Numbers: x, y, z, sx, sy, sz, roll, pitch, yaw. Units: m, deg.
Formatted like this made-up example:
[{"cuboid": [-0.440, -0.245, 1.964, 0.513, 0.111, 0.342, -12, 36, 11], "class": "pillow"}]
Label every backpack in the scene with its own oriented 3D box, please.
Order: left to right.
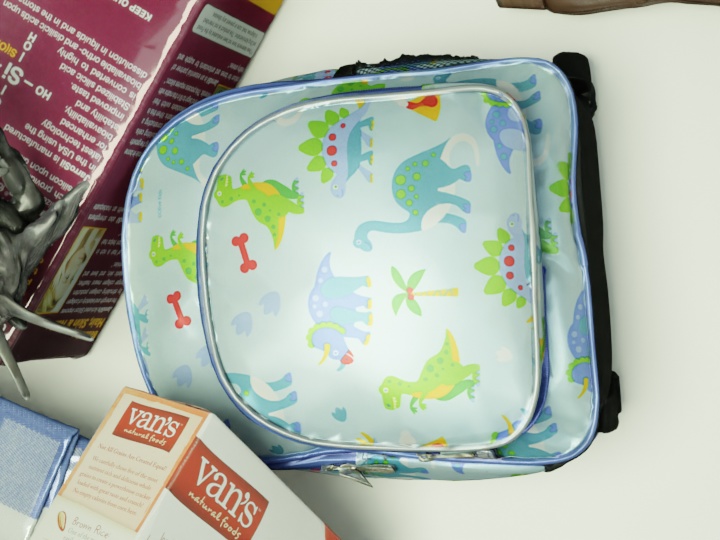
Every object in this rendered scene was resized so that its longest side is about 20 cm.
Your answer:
[{"cuboid": [0.000, 0.000, 0.753, 0.199, 0.147, 0.184, -4, 87, 14], "class": "backpack"}]

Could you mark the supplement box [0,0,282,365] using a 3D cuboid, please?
[{"cuboid": [-0.127, -0.064, 0.793, 0.085, 0.110, 0.201, 31, 96, 10], "class": "supplement box"}]

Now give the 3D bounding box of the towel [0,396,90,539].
[{"cuboid": [-0.214, 0.139, 0.790, 0.146, 0.024, 0.201, 21, 91, 12], "class": "towel"}]

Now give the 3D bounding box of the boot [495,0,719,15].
[{"cuboid": [0.160, -0.196, 0.760, 0.199, 0.064, 0.187, 4, 104, 14], "class": "boot"}]

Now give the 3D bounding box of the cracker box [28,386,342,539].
[{"cuboid": [-0.090, 0.166, 0.700, 0.058, 0.134, 0.201, 11, 63, 40], "class": "cracker box"}]

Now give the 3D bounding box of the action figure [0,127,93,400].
[{"cuboid": [-0.192, -0.037, 0.700, 0.119, 0.102, 0.200, -44, 74, 9], "class": "action figure"}]
